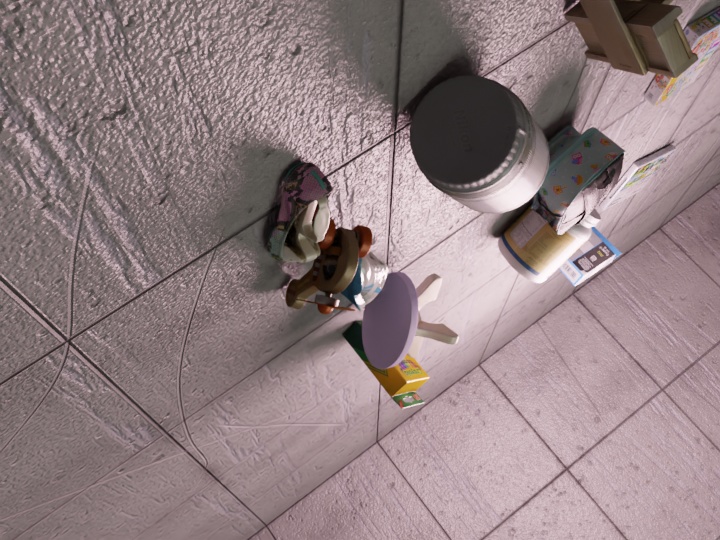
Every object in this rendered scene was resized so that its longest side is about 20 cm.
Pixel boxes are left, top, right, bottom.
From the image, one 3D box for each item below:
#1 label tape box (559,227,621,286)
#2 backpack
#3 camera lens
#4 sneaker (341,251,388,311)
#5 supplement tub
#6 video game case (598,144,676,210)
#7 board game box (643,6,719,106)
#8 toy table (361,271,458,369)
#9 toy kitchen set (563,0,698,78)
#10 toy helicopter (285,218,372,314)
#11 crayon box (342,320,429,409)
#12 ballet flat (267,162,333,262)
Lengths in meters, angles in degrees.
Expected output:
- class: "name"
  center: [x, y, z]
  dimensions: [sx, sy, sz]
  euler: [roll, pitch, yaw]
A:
- class: "label tape box"
  center: [0.622, -0.066, 2.115]
  dimensions: [0.200, 0.143, 0.066]
  euler: [-30, 159, -24]
- class: "backpack"
  center: [0.408, -0.185, 1.462]
  dimensions: [0.176, 0.153, 0.200]
  euler: [-40, 170, -4]
- class: "camera lens"
  center: [0.168, -0.169, 1.058]
  dimensions: [0.160, 0.160, 0.200]
  euler: [-45, 160, 14]
- class: "sneaker"
  center: [0.000, 0.000, 1.270]
  dimensions: [0.081, 0.077, 0.200]
  euler: [-45, 168, -10]
- class: "supplement tub"
  center: [0.423, -0.086, 1.715]
  dimensions: [0.200, 0.145, 0.145]
  euler: [-49, 158, 24]
- class: "video game case"
  center: [0.782, -0.262, 2.159]
  dimensions: [0.200, 0.022, 0.182]
  euler: [-24, 156, -34]
- class: "board game box"
  center: [0.676, -0.440, 1.565]
  dimensions: [0.134, 0.034, 0.200]
  euler: [-32, 159, -21]
- class: "toy table"
  center: [0.091, 0.094, 1.490]
  dimensions: [0.117, 0.184, 0.200]
  euler: [-7, 133, -41]
- class: "toy kitchen set"
  center: [0.380, -0.383, 0.998]
  dimensions: [0.180, 0.200, 0.163]
  euler: [-40, 119, 1]
- class: "toy helicopter"
  center: [-0.058, 0.017, 1.132]
  dimensions: [0.079, 0.132, 0.200]
  euler: [11, 152, -29]
- class: "crayon box"
  center: [0.064, 0.192, 1.596]
  dimensions: [0.051, 0.200, 0.127]
  euler: [-46, 160, 17]
- class: "ballet flat"
  center: [-0.076, -0.056, 1.000]
  dimensions: [0.069, 0.071, 0.200]
  euler: [-28, 158, -31]
